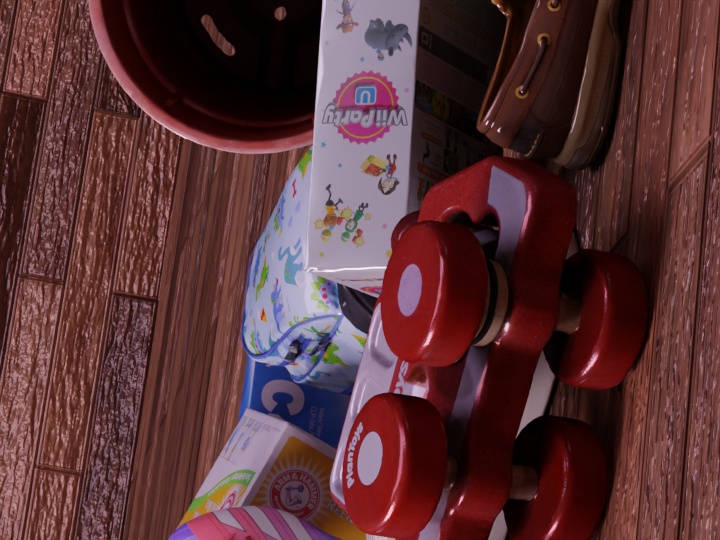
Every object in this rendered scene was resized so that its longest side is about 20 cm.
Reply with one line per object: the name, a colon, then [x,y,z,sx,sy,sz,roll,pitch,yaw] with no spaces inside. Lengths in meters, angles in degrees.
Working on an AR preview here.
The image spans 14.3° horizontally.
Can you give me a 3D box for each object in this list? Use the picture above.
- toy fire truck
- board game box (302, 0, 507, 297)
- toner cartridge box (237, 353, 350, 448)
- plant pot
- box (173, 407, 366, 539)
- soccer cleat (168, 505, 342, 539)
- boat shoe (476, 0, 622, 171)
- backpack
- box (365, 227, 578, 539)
toy fire truck: [0.043,0.041,1.377,0.168,0.112,0.201,33,112,62]
board game box: [0.029,-0.088,1.587,0.147,0.064,0.201,22,-111,-66]
toner cartridge box: [-0.036,0.113,1.966,0.043,0.095,0.201,120,158,-62]
plant pot: [-0.056,-0.179,1.802,0.195,0.200,0.202,-54,-24,-83]
box: [-0.039,0.160,1.802,0.102,0.112,0.200,-60,9,-5]
soccer cleat: [-0.037,0.176,1.627,0.076,0.199,0.067,7,-85,-60]
boat shoe: [0.102,-0.154,1.495,0.072,0.067,0.201,133,147,-74]
backpack: [0.000,0.000,1.797,0.200,0.153,0.164,89,-179,-71]
box: [0.058,0.067,1.520,0.082,0.068,0.201,-96,19,-59]
